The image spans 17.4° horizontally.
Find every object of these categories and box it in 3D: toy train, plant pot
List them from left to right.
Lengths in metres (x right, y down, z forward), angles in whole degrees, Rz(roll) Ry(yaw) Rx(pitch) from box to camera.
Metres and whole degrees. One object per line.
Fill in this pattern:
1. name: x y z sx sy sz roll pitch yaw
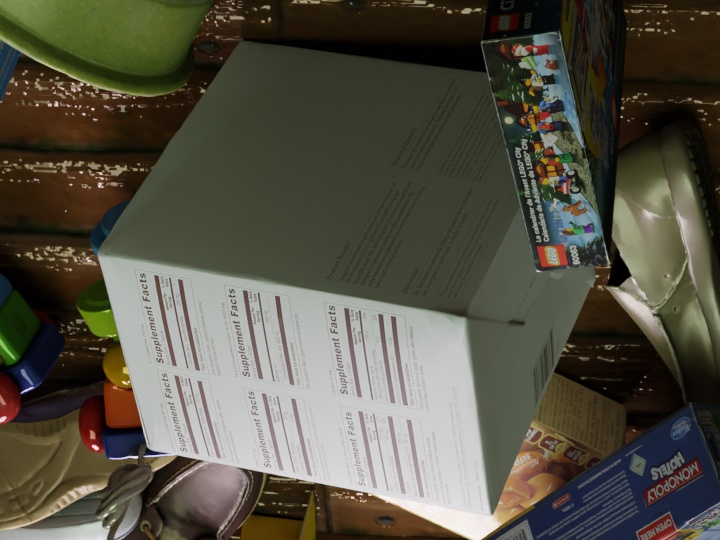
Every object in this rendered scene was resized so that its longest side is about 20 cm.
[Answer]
1. toy train: -0.291 0.051 1.440 0.200 0.085 0.116 -23 112 27
2. toy train: -0.131 0.056 1.342 0.085 0.200 0.116 -6 125 15
3. plant pot: -0.108 -0.218 1.118 0.200 0.200 0.190 34 114 -18

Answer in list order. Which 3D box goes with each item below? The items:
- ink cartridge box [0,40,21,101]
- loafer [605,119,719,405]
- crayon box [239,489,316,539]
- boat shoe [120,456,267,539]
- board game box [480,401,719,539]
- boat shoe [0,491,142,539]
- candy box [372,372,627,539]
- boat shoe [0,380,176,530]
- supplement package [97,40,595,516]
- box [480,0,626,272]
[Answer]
1. ink cartridge box: -0.269 -0.174 1.253 0.115 0.068 0.200 -3 130 14
2. loafer: 0.175 0.005 1.326 0.067 0.076 0.200 -5 121 18
3. crayon box: -0.062 0.253 1.547 0.051 0.127 0.200 6 130 5
4. boat shoe: -0.125 0.180 1.530 0.072 0.072 0.200 31 129 -16
5. board game box: 0.208 0.140 1.383 0.200 0.062 0.200 -1 153 -38
6. boat shoe: -0.222 0.169 1.545 0.200 0.074 0.067 -2 129 29
7. candy box: 0.048 0.093 1.433 0.200 0.055 0.115 25 131 -12
8. boat shoe: -0.190 0.114 1.486 0.200 0.069 0.074 -14 95 18
9. supplement package: 0.000 0.000 1.249 0.200 0.191 0.147 10 134 20
10. box: 0.097 -0.116 1.146 0.038 0.200 0.137 -5 129 14
